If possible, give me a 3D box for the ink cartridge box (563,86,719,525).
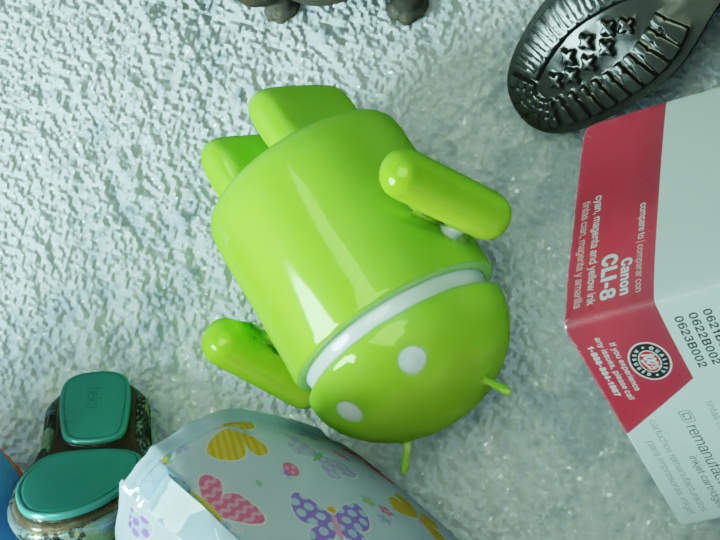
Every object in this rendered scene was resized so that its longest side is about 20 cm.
[{"bbox_3d":[0.216,0.002,1.068,0.199,0.146,0.145,-16,37,24],"label":"ink cartridge box"}]

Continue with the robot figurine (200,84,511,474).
[{"bbox_3d":[0.000,0.000,1.195,0.175,0.115,0.201,-41,70,31],"label":"robot figurine"}]

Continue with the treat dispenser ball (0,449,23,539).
[{"bbox_3d":[-0.253,0.166,1.201,0.200,0.201,0.202,-3,79,17],"label":"treat dispenser ball"}]

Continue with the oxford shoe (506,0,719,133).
[{"bbox_3d":[0.158,-0.143,1.200,0.200,0.084,0.073,-42,85,26],"label":"oxford shoe"}]

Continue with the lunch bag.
[{"bbox_3d":[-0.023,0.159,1.128,0.169,0.200,0.127,38,92,20],"label":"lunch bag"}]

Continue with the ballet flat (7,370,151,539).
[{"bbox_3d":[-0.135,0.115,1.187,0.074,0.200,0.075,1,108,3],"label":"ballet flat"}]

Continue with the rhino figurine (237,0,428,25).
[{"bbox_3d":[-0.048,-0.169,1.258,0.199,0.087,0.060,1,79,18],"label":"rhino figurine"}]
